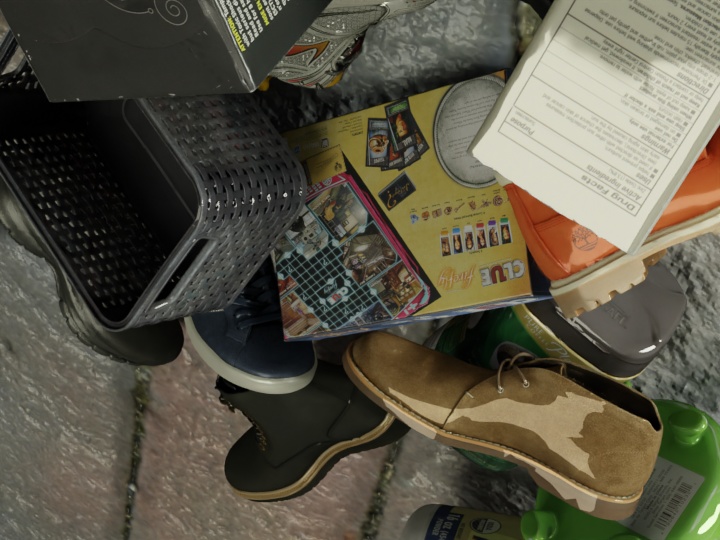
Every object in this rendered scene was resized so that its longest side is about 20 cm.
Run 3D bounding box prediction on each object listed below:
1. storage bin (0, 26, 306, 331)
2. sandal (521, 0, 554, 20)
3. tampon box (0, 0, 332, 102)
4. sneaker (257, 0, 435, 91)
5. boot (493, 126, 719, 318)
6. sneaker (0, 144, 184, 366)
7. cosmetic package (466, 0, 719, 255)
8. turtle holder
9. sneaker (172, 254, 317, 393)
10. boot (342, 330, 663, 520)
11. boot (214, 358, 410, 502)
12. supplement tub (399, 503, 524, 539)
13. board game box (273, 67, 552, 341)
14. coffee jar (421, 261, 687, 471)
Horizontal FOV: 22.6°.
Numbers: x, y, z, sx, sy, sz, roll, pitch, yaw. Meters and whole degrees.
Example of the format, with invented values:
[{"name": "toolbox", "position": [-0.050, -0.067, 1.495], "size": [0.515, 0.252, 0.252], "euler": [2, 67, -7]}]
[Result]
[{"name": "storage bin", "position": [-0.143, -0.077, 1.135], "size": [0.200, 0.094, 0.135], "euler": [55, 128, 21]}, {"name": "sandal", "position": [0.087, -0.176, 0.961], "size": [0.200, 0.075, 0.048], "euler": [50, 157, -16]}, {"name": "tampon box", "position": [-0.088, -0.198, 0.962], "size": [0.150, 0.200, 0.126], "euler": [1, 129, 36]}, {"name": "sneaker", "position": [-0.016, -0.155, 1.063], "size": [0.200, 0.078, 0.082], "euler": [-4, 131, 51]}, {"name": "boot", "position": [0.168, -0.066, 0.979], "size": [0.200, 0.075, 0.107], "euler": [-31, 91, 21]}, {"name": "sneaker", "position": [-0.189, -0.009, 1.335], "size": [0.091, 0.076, 0.200], "euler": [-17, 121, 37]}, {"name": "cosmetic package", "position": [0.149, -0.123, 0.886], "size": [0.103, 0.087, 0.200], "euler": [33, 113, 4]}, {"name": "turtle holder", "position": [0.183, 0.165, 1.177], "size": [0.185, 0.141, 0.132], "euler": [-17, 134, 41]}, {"name": "sneaker", "position": [-0.085, -0.006, 1.201], "size": [0.200, 0.075, 0.085], "euler": [54, 143, 37]}, {"name": "boot", "position": [0.087, 0.072, 1.086], "size": [0.200, 0.074, 0.075], "euler": [24, 122, 8]}, {"name": "boot", "position": [-0.072, 0.102, 1.309], "size": [0.138, 0.077, 0.200], "euler": [19, 141, -36]}, {"name": "supplement tub", "position": [0.126, 0.251, 1.285], "size": [0.200, 0.144, 0.144], "euler": [7, 134, 14]}, {"name": "board game box", "position": [0.027, -0.036, 1.106], "size": [0.200, 0.035, 0.136], "euler": [-11, 83, 41]}, {"name": "coffee jar", "position": [0.116, 0.046, 1.147], "size": [0.104, 0.085, 0.200], "euler": [40, 142, -4]}]
